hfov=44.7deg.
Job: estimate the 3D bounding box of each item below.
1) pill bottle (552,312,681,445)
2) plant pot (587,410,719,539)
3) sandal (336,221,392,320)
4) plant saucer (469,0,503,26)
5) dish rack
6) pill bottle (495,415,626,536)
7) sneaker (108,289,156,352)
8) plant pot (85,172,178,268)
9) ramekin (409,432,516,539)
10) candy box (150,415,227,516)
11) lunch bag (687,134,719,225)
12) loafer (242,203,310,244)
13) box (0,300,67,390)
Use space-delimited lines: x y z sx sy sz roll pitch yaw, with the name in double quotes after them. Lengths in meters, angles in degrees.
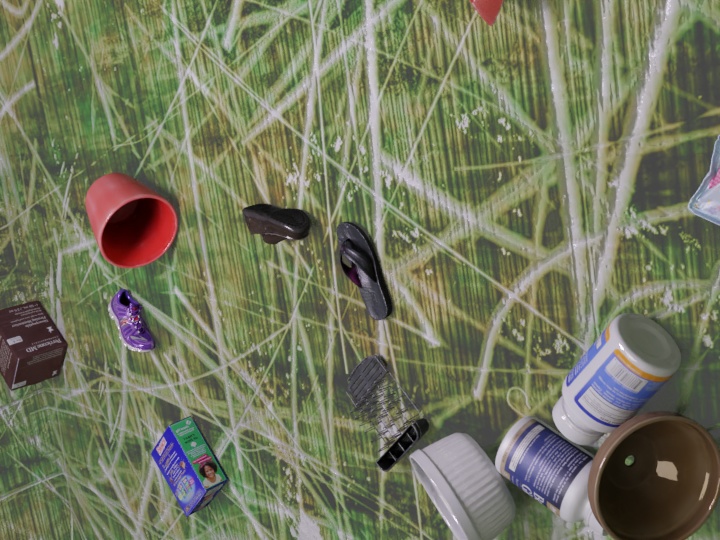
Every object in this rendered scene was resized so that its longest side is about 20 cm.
0.368 0.167 1.287 0.112 0.112 0.200 48 133 23 "pill bottle"
0.408 0.291 1.263 0.093 0.200 0.202 -141 43 -73 "plant pot"
0.001 0.000 1.659 0.075 0.048 0.201 -30 82 47 "sandal"
0.175 -0.487 1.241 0.201 0.036 0.200 110 152 -45 "plant saucer"
0.040 0.271 1.707 0.200 0.054 0.154 53 134 20 "dish rack"
0.322 0.327 1.388 0.200 0.111 0.112 32 125 35 "pill bottle"
-0.604 0.133 2.316 0.200 0.080 0.084 51 128 22 "sneaker"
-0.567 -0.134 2.114 0.177 0.200 0.201 43 131 40 "plant pot"
0.180 0.375 1.506 0.201 0.105 0.200 56 171 13 "ramekin"
-0.448 0.510 2.281 0.200 0.077 0.169 54 136 17 "candy box"
0.512 -0.079 1.009 0.200 0.169 0.128 33 124 34 "lunch bag"
-0.167 -0.088 1.796 0.200 0.073 0.072 21 123 50 "loafer"
-1.052 0.233 2.750 0.200 0.165 0.165 48 132 23 "box"
